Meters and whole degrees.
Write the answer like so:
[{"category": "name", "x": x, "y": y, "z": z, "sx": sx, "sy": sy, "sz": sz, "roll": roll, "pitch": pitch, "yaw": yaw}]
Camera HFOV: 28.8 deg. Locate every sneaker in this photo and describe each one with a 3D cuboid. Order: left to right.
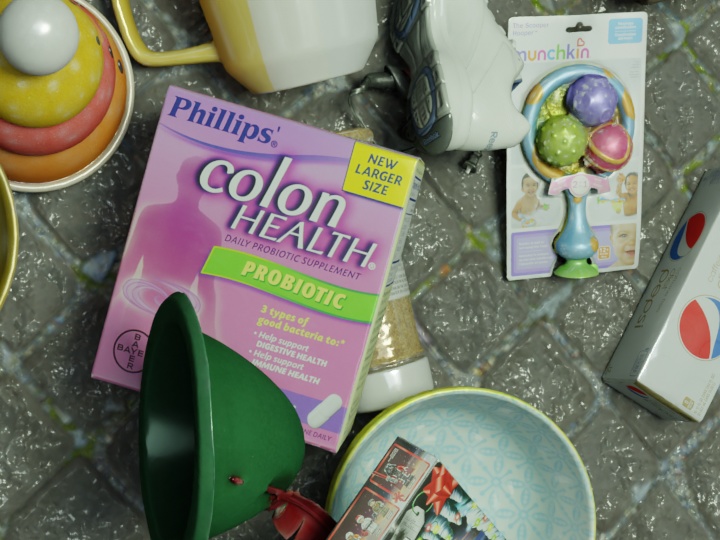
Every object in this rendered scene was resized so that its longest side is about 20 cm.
[{"category": "sneaker", "x": 0.074, "y": -0.166, "z": 1.041, "sx": 0.086, "sy": 0.075, "sz": 0.203, "roll": 7, "pitch": 60, "yaw": -21}]

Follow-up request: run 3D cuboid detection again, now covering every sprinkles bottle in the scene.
[{"category": "sprinkles bottle", "x": 0.000, "y": 0.000, "z": 1.031, "sx": 0.067, "sy": 0.068, "sz": 0.203, "roll": -13, "pitch": 91, "yaw": -17}]

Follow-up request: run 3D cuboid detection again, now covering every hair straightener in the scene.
[{"category": "hair straightener", "x": 0.082, "y": -0.114, "z": 1.073, "sx": 0.197, "sy": 0.041, "sz": 0.078, "roll": 4, "pitch": 87, "yaw": -22}]

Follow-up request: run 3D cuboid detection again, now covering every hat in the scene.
[{"category": "hat", "x": -0.038, "y": 0.105, "z": 0.870, "sx": 0.174, "sy": 0.200, "sz": 0.168, "roll": 0, "pitch": 61, "yaw": -21}]

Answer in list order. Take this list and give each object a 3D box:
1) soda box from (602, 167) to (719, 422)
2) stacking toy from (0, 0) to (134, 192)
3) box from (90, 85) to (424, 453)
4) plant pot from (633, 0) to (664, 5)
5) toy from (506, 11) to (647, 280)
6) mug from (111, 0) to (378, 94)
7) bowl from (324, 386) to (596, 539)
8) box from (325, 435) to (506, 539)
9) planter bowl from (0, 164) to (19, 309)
[{"category": "soda box", "x": 0.274, "y": 0.017, "z": 1.114, "sx": 0.068, "sy": 0.064, "sz": 0.202, "roll": 31, "pitch": 79, "yaw": -12}, {"category": "stacking toy", "x": -0.209, "y": -0.132, "z": 0.906, "sx": 0.144, "sy": 0.200, "sz": 0.149, "roll": 1, "pitch": 87, "yaw": -16}, {"category": "box", "x": -0.066, "y": -0.002, "z": 0.954, "sx": 0.174, "sy": 0.097, "sz": 0.203, "roll": 17, "pitch": 92, "yaw": 4}, {"category": "plant pot", "x": 0.262, "y": -0.299, "z": 1.078, "sx": 0.172, "sy": 0.200, "sz": 0.201, "roll": -34, "pitch": 97, "yaw": 1}, {"category": "toy", "x": 0.171, "y": -0.090, "z": 1.066, "sx": 0.113, "sy": 0.047, "sz": 0.203, "roll": -5, "pitch": 108, "yaw": -15}, {"category": "mug", "x": -0.068, "y": -0.208, "z": 1.005, "sx": 0.149, "sy": 0.185, "sz": 0.155, "roll": -26, "pitch": 106, "yaw": -51}, {"category": "bowl", "x": 0.060, "y": 0.177, "z": 1.014, "sx": 0.197, "sy": 0.108, "sz": 0.203, "roll": -1, "pitch": 94, "yaw": -13}, {"category": "box", "x": 0.007, "y": 0.222, "z": 0.880, "sx": 0.201, "sy": 0.040, "sz": 0.137, "roll": -54, "pitch": 138, "yaw": -13}, {"category": "planter bowl", "x": -0.328, "y": -0.020, "z": 0.926, "sx": 0.197, "sy": 0.083, "sz": 0.204, "roll": 1, "pitch": 86, "yaw": -16}]
